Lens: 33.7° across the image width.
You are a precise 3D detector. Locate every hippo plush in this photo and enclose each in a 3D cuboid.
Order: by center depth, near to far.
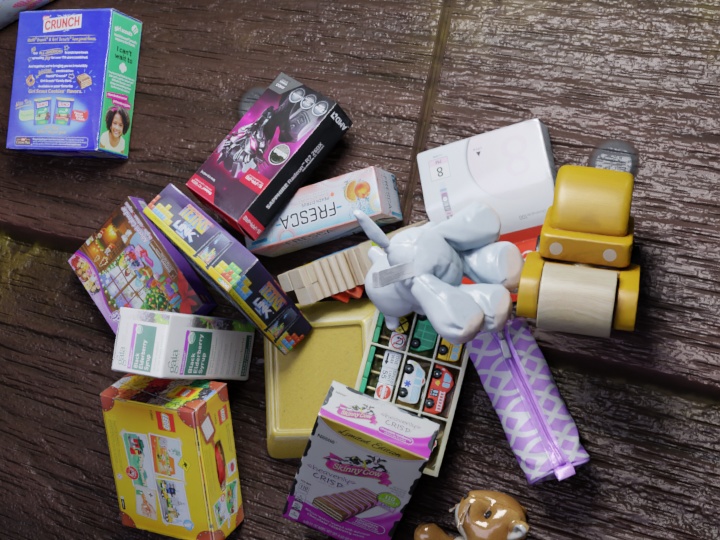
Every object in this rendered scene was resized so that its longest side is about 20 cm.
[{"bbox_3d":[0.074,0.024,1.350,0.161,0.199,0.160,-44,58,60],"label":"hippo plush"}]

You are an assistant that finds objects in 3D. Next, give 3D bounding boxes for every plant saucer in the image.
[{"bbox_3d":[-0.044,0.137,1.506,0.199,0.048,0.201,-6,84,25],"label":"plant saucer"}]

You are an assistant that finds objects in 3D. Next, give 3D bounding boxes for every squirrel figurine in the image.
[{"bbox_3d":[0.146,0.357,1.368,0.200,0.142,0.187,38,92,9],"label":"squirrel figurine"}]

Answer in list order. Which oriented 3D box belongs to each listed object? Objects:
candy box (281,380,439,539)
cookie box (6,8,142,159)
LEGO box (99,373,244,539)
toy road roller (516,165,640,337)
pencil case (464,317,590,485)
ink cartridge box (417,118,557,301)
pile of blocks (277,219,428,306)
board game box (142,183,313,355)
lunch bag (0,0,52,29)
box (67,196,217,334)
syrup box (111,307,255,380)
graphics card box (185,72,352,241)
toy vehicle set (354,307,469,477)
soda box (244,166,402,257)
[{"bbox_3d":[-0.003,0.236,1.394,0.136,0.061,0.200,21,131,3],"label":"candy box"},{"bbox_3d":[-0.409,-0.266,1.699,0.171,0.075,0.201,5,88,26],"label":"cookie box"},{"bbox_3d":[-0.241,0.240,1.532,0.148,0.077,0.201,7,114,25],"label":"LEGO box"},{"bbox_3d":[0.243,-0.028,1.289,0.122,0.200,0.147,7,113,12],"label":"toy road roller"},{"bbox_3d":[0.193,0.147,1.371,0.084,0.086,0.201,-23,77,-11],"label":"pencil case"},{"bbox_3d":[0.163,-0.064,1.425,0.162,0.057,0.201,-14,75,24],"label":"ink cartridge box"},{"bbox_3d":[0.000,0.000,1.482,0.199,0.082,0.062,-20,94,11],"label":"pile of blocks"},{"bbox_3d":[-0.165,-0.002,1.484,0.057,0.165,0.200,-44,52,-8],"label":"board game box"},{"bbox_3d":[-0.556,-0.441,1.716,0.169,0.200,0.128,-22,77,23],"label":"lunch bag"},{"bbox_3d":[-0.304,0.017,1.645,0.137,0.039,0.200,-44,69,17],"label":"box"},{"bbox_3d":[-0.221,0.095,1.509,0.081,0.200,0.079,7,87,26],"label":"syrup box"},{"bbox_3d":[-0.117,-0.147,1.517,0.200,0.051,0.125,-49,48,-6],"label":"graphics card box"},{"bbox_3d":[0.059,0.135,1.437,0.124,0.027,0.201,14,86,7],"label":"toy vehicle set"},{"bbox_3d":[-0.051,-0.072,1.515,0.199,0.068,0.064,-14,78,25],"label":"soda box"}]
